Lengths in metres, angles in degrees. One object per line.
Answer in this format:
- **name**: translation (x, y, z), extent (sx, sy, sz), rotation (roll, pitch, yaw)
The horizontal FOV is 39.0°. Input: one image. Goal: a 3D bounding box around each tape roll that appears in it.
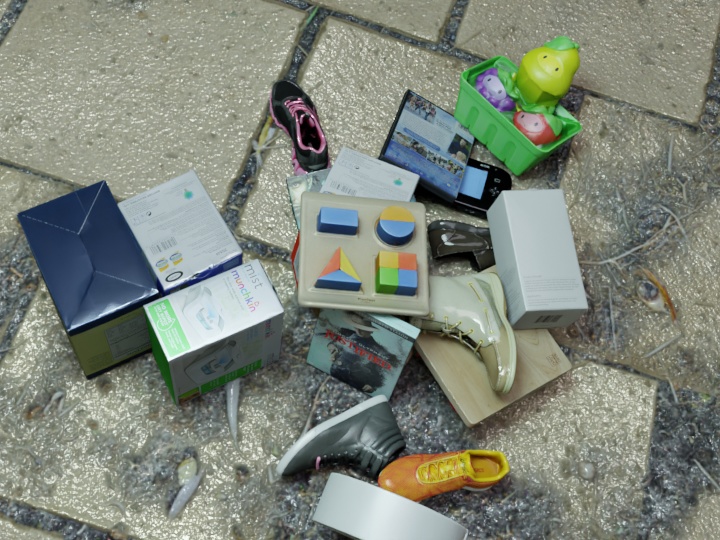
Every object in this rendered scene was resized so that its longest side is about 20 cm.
- **tape roll**: translation (0.039, 0.343, 1.368), extent (0.202, 0.203, 0.071), rotation (22, 74, 4)

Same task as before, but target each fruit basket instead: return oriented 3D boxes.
- **fruit basket**: translation (0.281, -0.294, 1.699), extent (0.216, 0.216, 0.155), rotation (45, 48, 15)

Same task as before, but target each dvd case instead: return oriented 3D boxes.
- **dvd case**: translation (0.114, -0.210, 1.692), extent (0.142, 0.018, 0.200), rotation (29, 45, -8)
- **dvd case**: translation (-0.001, 0.111, 1.478), extent (0.145, 0.200, 0.022), rotation (27, 53, 6)

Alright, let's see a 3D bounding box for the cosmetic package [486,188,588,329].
- **cosmetic package**: translation (0.269, -0.019, 1.557), extent (0.107, 0.085, 0.201), rotation (-1, 66, -14)

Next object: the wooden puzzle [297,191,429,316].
- **wooden puzzle**: translation (0.007, -0.032, 1.425), extent (0.184, 0.046, 0.201), rotation (5, 57, -9)

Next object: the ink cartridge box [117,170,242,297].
- **ink cartridge box**: translation (-0.273, -0.036, 1.577), extent (0.136, 0.076, 0.200), rotation (-27, 69, -17)

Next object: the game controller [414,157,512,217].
- **game controller**: translation (0.155, -0.155, 1.711), extent (0.199, 0.042, 0.105), rotation (18, 64, 2)

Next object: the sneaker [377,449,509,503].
- **sneaker**: translation (0.119, 0.285, 1.460), extent (0.199, 0.077, 0.073), rotation (-6, 62, -22)

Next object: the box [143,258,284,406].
- **box**: translation (-0.209, 0.090, 1.465), extent (0.176, 0.200, 0.097), rotation (-22, 70, -17)

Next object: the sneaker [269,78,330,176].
- **sneaker**: translation (-0.097, -0.250, 1.699), extent (0.079, 0.096, 0.201), rotation (-19, 67, -13)

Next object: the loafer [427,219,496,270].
- **loafer**: translation (0.203, -0.031, 1.649), extent (0.199, 0.073, 0.072), rotation (8, 75, 0)

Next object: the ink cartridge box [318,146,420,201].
- **ink cartridge box**: translation (-0.003, -0.087, 1.545), extent (0.136, 0.077, 0.200), rotation (21, 42, 2)

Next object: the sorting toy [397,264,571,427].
- **sorting toy**: translation (0.183, 0.121, 1.557), extent (0.198, 0.070, 0.200), rotation (-25, 70, -24)

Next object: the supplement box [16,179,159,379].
- **supplement box**: translation (-0.384, 0.018, 1.478), extent (0.134, 0.200, 0.201), rotation (-23, 69, -16)

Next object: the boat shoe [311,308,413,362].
- **boat shoe**: translation (-0.001, 0.082, 1.570), extent (0.069, 0.074, 0.200), rotation (-33, 70, -35)

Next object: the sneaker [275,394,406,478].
- **sneaker**: translation (-0.020, 0.267, 1.472), extent (0.199, 0.071, 0.099), rotation (-27, 65, -22)

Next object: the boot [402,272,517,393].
- **boot**: translation (0.141, 0.088, 1.482), extent (0.154, 0.072, 0.201), rotation (3, 55, -15)

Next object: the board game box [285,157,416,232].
- **board game box**: translation (-0.011, -0.107, 1.651), extent (0.199, 0.028, 0.136), rotation (-14, 79, -6)

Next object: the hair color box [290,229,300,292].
- **hair color box**: translation (0.000, 0.000, 1.564), extent (0.199, 0.061, 0.102), rotation (8, 34, -19)
